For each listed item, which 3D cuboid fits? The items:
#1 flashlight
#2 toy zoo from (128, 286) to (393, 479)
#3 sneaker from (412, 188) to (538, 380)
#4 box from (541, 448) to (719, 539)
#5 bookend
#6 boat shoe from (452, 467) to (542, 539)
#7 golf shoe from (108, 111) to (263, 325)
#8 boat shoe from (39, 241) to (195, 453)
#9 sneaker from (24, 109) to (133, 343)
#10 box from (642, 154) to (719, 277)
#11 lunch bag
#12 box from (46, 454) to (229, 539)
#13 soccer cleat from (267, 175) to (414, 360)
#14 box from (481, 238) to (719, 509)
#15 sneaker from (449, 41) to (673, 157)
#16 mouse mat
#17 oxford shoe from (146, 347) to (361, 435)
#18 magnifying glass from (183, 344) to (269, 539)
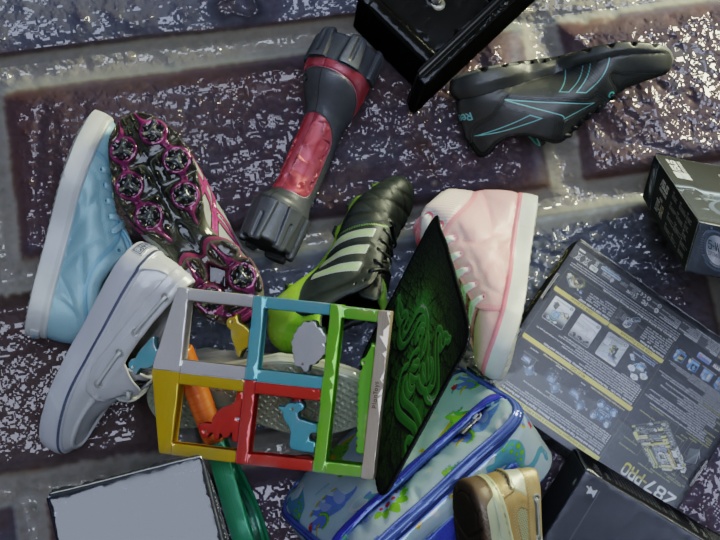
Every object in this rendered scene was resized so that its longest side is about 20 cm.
[{"bbox_3d":[-0.046,-0.110,1.248,0.068,0.068,0.200,28,76,-16],"label":"flashlight"},{"bbox_3d":[-0.080,0.084,1.115,0.200,0.020,0.131,5,89,7],"label":"toy zoo"},{"bbox_3d":[0.089,0.005,1.213,0.105,0.075,0.200,11,47,3],"label":"sneaker"},{"bbox_3d":[0.203,0.279,1.165,0.182,0.104,0.200,32,93,0],"label":"box"},{"bbox_3d":[0.054,-0.285,1.276,0.199,0.092,0.200,-43,85,-10],"label":"bookend"},{"bbox_3d":[0.122,0.245,1.083,0.076,0.072,0.200,-12,106,-22],"label":"boat shoe"},{"bbox_3d":[-0.150,-0.039,1.217,0.073,0.092,0.200,-29,88,-4],"label":"golf shoe"},{"bbox_3d":[-0.198,0.075,1.171,0.065,0.074,0.200,32,112,11],"label":"boat shoe"},{"bbox_3d":[-0.223,-0.033,1.227,0.082,0.074,0.200,14,88,-10],"label":"sneaker"},{"bbox_3d":[0.333,-0.037,1.205,0.160,0.200,0.044,11,110,-2],"label":"box"},{"bbox_3d":[0.045,0.169,1.159,0.200,0.161,0.082,-40,117,-10],"label":"lunch bag"},{"bbox_3d":[-0.153,0.255,1.113,0.123,0.198,0.200,-13,82,-9],"label":"box"},{"bbox_3d":[0.000,0.000,1.214,0.081,0.068,0.200,21,57,29],"label":"soccer cleat"},{"bbox_3d":[0.223,0.095,1.247,0.200,0.049,0.161,34,78,1],"label":"box"},{"bbox_3d":[0.181,-0.156,1.284,0.200,0.075,0.079,-12,95,0],"label":"sneaker"},{"bbox_3d":[0.039,0.062,1.142,0.008,0.200,0.161,19,116,-16],"label":"mouse mat"},{"bbox_3d":[-0.078,0.095,1.188,0.200,0.058,0.075,-2,113,20],"label":"oxford shoe"},{"bbox_3d":[-0.111,0.156,1.161,0.022,0.080,0.200,-17,99,3],"label":"magnifying glass"}]
